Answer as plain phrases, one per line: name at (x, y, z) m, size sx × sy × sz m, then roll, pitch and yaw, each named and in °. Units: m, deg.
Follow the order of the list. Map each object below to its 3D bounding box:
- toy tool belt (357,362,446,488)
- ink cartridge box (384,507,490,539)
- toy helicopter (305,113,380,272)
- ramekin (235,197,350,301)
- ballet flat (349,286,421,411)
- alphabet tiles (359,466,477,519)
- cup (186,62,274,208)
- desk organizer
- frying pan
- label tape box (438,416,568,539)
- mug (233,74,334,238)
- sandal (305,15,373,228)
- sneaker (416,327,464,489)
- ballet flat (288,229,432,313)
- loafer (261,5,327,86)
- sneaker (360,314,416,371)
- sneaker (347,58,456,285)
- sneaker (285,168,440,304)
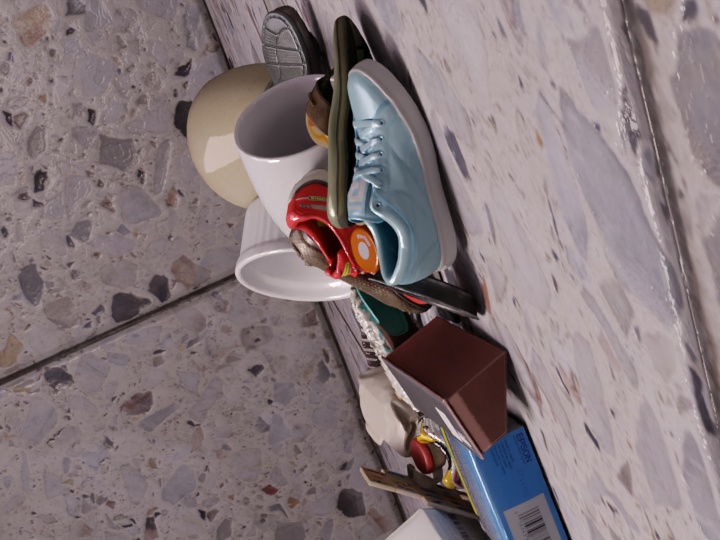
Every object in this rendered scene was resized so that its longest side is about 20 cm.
toy tool belt at (0.087, 0.180, 1.463) m, size 0.200 × 0.121 × 0.127 m, roll 37°, pitch 140°, yaw 56°
ink cartridge box at (0.126, 0.364, 1.358) m, size 0.148 × 0.083 × 0.199 m, roll 55°, pitch -163°, yaw 27°
toy helicopter at (0.005, -0.107, 1.135) m, size 0.201 × 0.078 × 0.133 m, roll 51°, pitch 145°, yaw 29°
ramekin at (-0.071, -0.036, 1.561) m, size 0.201 × 0.197 × 0.099 m, roll 82°, pitch -173°, yaw -70°
ballet flat at (0.047, 0.092, 1.320) m, size 0.201 × 0.071 × 0.072 m, roll 61°, pitch 172°, yaw 31°
alphabet tiles at (0.098, 0.277, 1.398) m, size 0.167 × 0.197 × 0.008 m, roll -176°, pitch 103°, yaw -84°
cup at (-0.118, -0.197, 1.540) m, size 0.143 × 0.198 × 0.203 m, roll -21°, pitch 92°, yaw 59°
desk organizer at (0.096, 0.111, 1.144) m, size 0.072 × 0.077 × 0.200 m, roll 55°, pitch 172°, yaw -15°
frying pan at (0.086, 0.031, 1.122) m, size 0.114 × 0.031 × 0.189 m, roll 18°, pitch 178°, yaw 42°
label tape box at (0.145, 0.220, 1.210) m, size 0.200 × 0.065 × 0.145 m, roll -141°, pitch 28°, yaw -82°
mug at (-0.046, -0.128, 1.334) m, size 0.202 × 0.145 × 0.177 m, roll -79°, pitch -25°, yaw -43°
sandal at (-0.024, -0.141, 1.055) m, size 0.080 × 0.056 × 0.205 m, roll 33°, pitch -120°, yaw -65°
sneaker at (0.096, 0.161, 1.339) m, size 0.078 × 0.081 × 0.203 m, roll 89°, pitch 159°, yaw -77°
ballet flat at (0.000, 0.000, 1.289) m, size 0.198 × 0.046 × 0.068 m, roll 26°, pitch -141°, yaw -30°
loafer at (-0.069, -0.242, 1.411) m, size 0.071 × 0.063 × 0.202 m, roll 16°, pitch 137°, yaw 33°
sneaker at (0.045, 0.083, 1.592) m, size 0.116 × 0.074 × 0.202 m, roll -68°, pitch -12°, yaw -53°
sneaker at (0.021, -0.081, 1.004) m, size 0.074 × 0.081 × 0.203 m, roll -4°, pitch 110°, yaw 59°
sneaker at (-0.002, -0.018, 1.222) m, size 0.199 × 0.086 × 0.077 m, roll 38°, pitch 150°, yaw -15°
